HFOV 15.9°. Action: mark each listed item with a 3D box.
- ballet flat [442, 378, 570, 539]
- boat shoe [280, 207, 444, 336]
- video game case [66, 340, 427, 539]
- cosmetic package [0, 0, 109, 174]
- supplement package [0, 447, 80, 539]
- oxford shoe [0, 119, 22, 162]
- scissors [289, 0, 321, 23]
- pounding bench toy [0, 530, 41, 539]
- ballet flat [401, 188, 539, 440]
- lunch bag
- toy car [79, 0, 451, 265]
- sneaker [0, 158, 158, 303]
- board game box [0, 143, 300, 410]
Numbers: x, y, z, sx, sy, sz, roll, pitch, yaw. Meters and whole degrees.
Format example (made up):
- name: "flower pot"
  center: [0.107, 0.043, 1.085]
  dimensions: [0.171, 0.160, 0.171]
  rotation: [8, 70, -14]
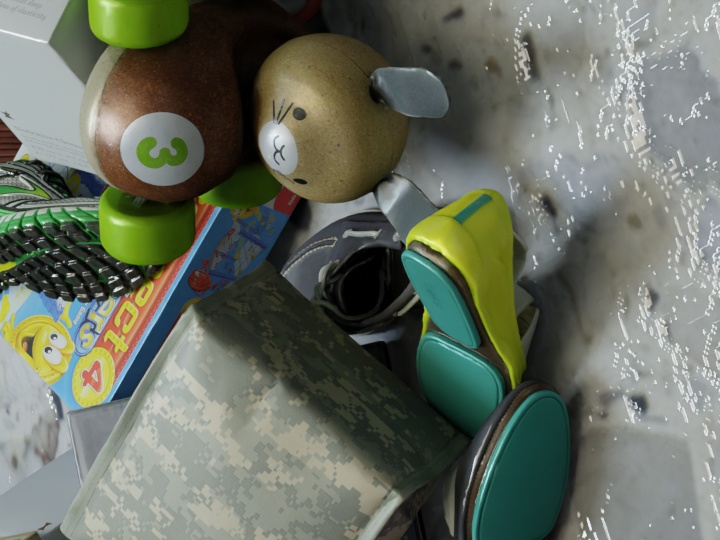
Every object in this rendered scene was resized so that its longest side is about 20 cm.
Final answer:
- name: "ballet flat"
  center: [0.070, 0.149, 1.409]
  dimensions: [0.073, 0.073, 0.201]
  rotation: [23, 116, 49]
- name: "boat shoe"
  center: [0.000, 0.000, 1.478]
  dimensions: [0.200, 0.062, 0.073]
  rotation: [-13, 86, 54]
- name: "video game case"
  center: [-0.067, 0.133, 1.523]
  dimensions: [0.199, 0.019, 0.144]
  rotation: [-13, 85, 10]
- name: "cosmetic package"
  center: [-0.168, -0.128, 1.483]
  dimensions: [0.112, 0.200, 0.082]
  rotation: [17, 73, 26]
- name: "supplement package"
  center: [-0.151, 0.224, 1.629]
  dimensions: [0.117, 0.117, 0.201]
  rotation: [0, 118, 54]
- name: "oxford shoe"
  center: [-0.243, -0.108, 1.773]
  dimensions: [0.074, 0.070, 0.201]
  rotation: [116, 152, -46]
- name: "scissors"
  center: [-0.097, -0.156, 1.571]
  dimensions: [0.199, 0.014, 0.074]
  rotation: [-25, 73, 34]
- name: "pounding bench toy"
  center: [-0.210, 0.254, 1.509]
  dimensions: [0.200, 0.124, 0.157]
  rotation: [-17, 103, 54]
- name: "ballet flat"
  center: [0.066, 0.023, 1.378]
  dimensions: [0.067, 0.067, 0.200]
  rotation: [32, 158, 24]
- name: "lunch bag"
  center: [-0.062, 0.128, 1.450]
  dimensions: [0.164, 0.117, 0.200]
  rotation: [40, 117, 10]
- name: "toy car"
  center: [-0.037, -0.078, 1.396]
  dimensions: [0.199, 0.158, 0.165]
  rotation: [22, 127, 31]
- name: "sneaker"
  center: [-0.198, -0.035, 1.580]
  dimensions: [0.199, 0.078, 0.086]
  rotation: [3, 57, 33]
- name: "board game box"
  center: [-0.151, -0.024, 1.624]
  dimensions: [0.196, 0.056, 0.201]
  rotation: [39, 103, 43]
